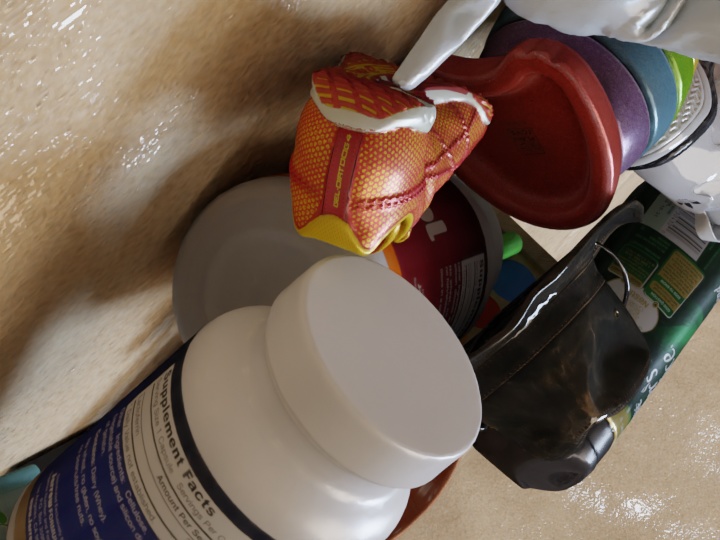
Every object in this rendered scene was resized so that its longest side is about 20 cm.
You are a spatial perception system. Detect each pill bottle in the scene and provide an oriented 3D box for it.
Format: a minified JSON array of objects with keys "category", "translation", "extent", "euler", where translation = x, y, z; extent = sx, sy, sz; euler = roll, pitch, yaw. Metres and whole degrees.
[{"category":"pill bottle","translation":[-0.050,0.087,0.652],"extent":[0.200,0.116,0.116],"euler":[-40,172,31]},{"category":"pill bottle","translation":[0.000,0.000,0.787],"extent":[0.113,0.113,0.200],"euler":[-50,167,23]}]

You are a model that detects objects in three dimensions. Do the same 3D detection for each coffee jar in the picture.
[{"category":"coffee jar","translation":[0.149,0.040,0.949],"extent":[0.200,0.085,0.104],"euler":[-49,175,-22]}]

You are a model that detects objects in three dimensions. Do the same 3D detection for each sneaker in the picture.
[{"category":"sneaker","translation":[0.008,-0.051,0.677],"extent":[0.200,0.073,0.078],"euler":[-30,137,-70]},{"category":"sneaker","translation":[0.217,-0.117,0.910],"extent":[0.075,0.115,0.201],"euler":[4,-122,51]}]

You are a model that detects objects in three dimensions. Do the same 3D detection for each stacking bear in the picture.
[{"category":"stacking bear","translation":[0.130,-0.128,0.814],"extent":[0.121,0.114,0.200],"euler":[1,-136,47]}]

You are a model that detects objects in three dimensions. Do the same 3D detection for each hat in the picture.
[{"category":"hat","translation":[0.097,0.051,0.803],"extent":[0.200,0.081,0.201],"euler":[-39,174,-5]}]

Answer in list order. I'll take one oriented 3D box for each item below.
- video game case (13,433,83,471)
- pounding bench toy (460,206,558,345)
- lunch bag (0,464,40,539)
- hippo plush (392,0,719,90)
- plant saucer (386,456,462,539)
[{"category":"video game case","translation":[-0.173,0.153,0.917],"extent":[0.180,0.025,0.200],"euler":[-27,157,-54]},{"category":"pounding bench toy","translation":[0.064,0.018,1.024],"extent":[0.156,0.124,0.200],"euler":[-38,165,-31]},{"category":"lunch bag","translation":[-0.186,0.196,0.668],"extent":[0.122,0.171,0.200],"euler":[-37,172,22]},{"category":"hippo plush","translation":[0.116,-0.173,0.577],"extent":[0.161,0.199,0.160],"euler":[95,-4,-55]},{"category":"plant saucer","translation":[-0.032,0.108,0.920],"extent":[0.199,0.032,0.201],"euler":[-14,132,-16]}]
